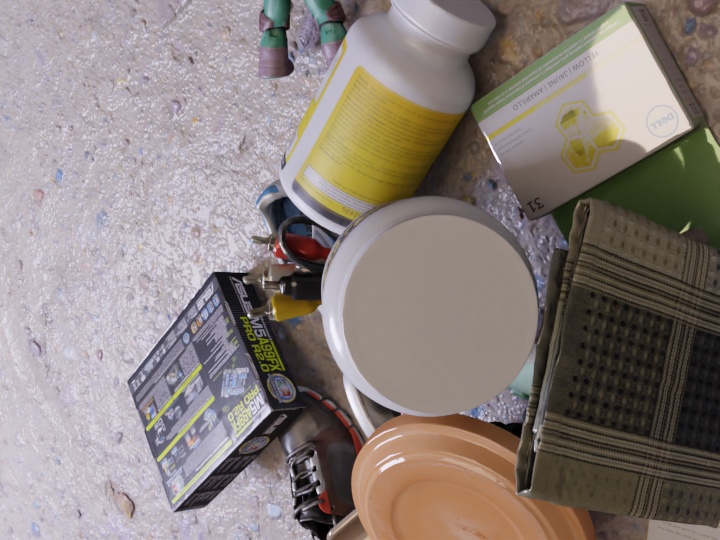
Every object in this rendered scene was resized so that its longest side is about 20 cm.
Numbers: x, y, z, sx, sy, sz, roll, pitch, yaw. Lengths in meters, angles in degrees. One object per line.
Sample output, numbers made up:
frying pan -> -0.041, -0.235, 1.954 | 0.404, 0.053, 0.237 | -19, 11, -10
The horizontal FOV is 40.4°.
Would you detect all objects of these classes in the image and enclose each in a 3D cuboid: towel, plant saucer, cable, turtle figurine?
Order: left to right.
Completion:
turtle figurine -> -0.055, -0.264, 0.808 | 0.149, 0.101, 0.202 | 6, 112, 32
cable -> 0.000, 0.000, 0.833 | 0.198, 0.050, 0.098 | 2, 105, -7
plant saucer -> 0.081, 0.198, 0.754 | 0.199, 0.032, 0.202 | 17, 128, 23
towel -> 0.188, 0.065, 0.646 | 0.034, 0.199, 0.194 | 6, 81, 57

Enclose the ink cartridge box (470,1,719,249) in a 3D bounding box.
ink cartridge box -> 0.189, -0.073, 0.725 | 0.145, 0.048, 0.201 | -31, 83, 35

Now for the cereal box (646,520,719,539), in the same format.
cereal box -> 0.291, 0.179, 0.730 | 0.143, 0.039, 0.202 | 12, 109, 31

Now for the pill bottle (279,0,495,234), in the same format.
pill bottle -> 0.022, -0.132, 0.779 | 0.112, 0.112, 0.201 | 43, 123, 16

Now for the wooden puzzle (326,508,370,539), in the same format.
wooden puzzle -> 0.096, 0.257, 0.862 | 0.185, 0.046, 0.200 | -43, 83, 18

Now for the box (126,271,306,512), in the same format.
box -> -0.152, 0.123, 0.982 | 0.200, 0.044, 0.161 | -48, 57, 34

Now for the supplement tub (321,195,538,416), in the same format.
supplement tub -> 0.044, 0.021, 0.687 | 0.143, 0.200, 0.146 | 0, 93, -3

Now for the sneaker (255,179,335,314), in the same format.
sneaker -> -0.031, 0.008, 0.880 | 0.072, 0.072, 0.201 | -36, 84, 34

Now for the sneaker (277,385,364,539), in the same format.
sneaker -> -0.034, 0.203, 0.931 | 0.077, 0.082, 0.201 | -40, 81, 35

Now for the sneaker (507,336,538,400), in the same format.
sneaker -> 0.158, 0.110, 0.758 | 0.200, 0.073, 0.119 | -11, 89, 49

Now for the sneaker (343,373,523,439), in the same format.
sneaker -> 0.078, 0.130, 0.780 | 0.200, 0.071, 0.099 | 47, 128, 1
